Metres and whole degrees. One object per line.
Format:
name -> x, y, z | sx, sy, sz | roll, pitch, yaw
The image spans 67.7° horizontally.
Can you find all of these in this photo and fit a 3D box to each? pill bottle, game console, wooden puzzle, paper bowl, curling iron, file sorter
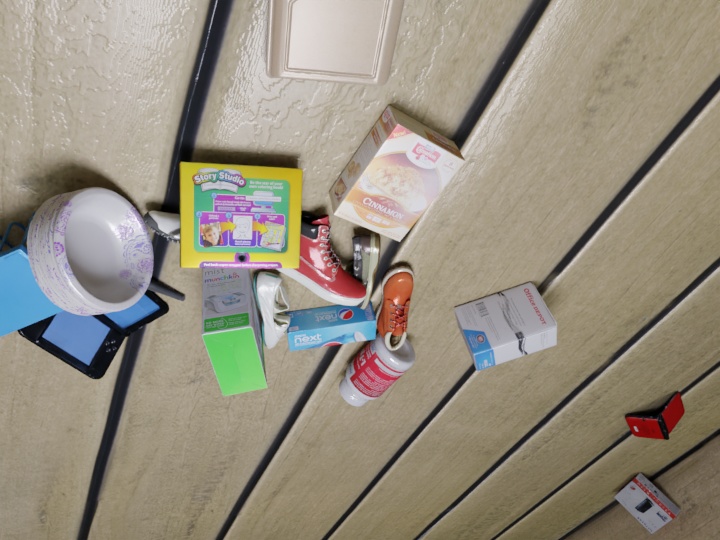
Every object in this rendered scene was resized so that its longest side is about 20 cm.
pill bottle -> 0.035, 0.245, 1.324 | 0.112, 0.112, 0.200 | 21, 124, -31
game console -> 1.064, 0.522, 1.938 | 0.172, 0.119, 0.200 | -5, 144, 35
wooden puzzle -> -0.036, -0.366, 0.776 | 0.199, 0.037, 0.185 | -4, 134, -18
paper bowl -> -0.443, -0.028, 0.871 | 0.104, 0.201, 0.201 | -8, 138, 18
curling iron -> -0.415, 0.013, 1.034 | 0.050, 0.026, 0.200 | -43, 133, 4
file sorter -> -0.599, 0.009, 0.916 | 0.199, 0.123, 0.139 | -22, 134, 6
game console -> -0.504, 0.093, 1.034 | 0.116, 0.176, 0.200 | -4, 141, 29

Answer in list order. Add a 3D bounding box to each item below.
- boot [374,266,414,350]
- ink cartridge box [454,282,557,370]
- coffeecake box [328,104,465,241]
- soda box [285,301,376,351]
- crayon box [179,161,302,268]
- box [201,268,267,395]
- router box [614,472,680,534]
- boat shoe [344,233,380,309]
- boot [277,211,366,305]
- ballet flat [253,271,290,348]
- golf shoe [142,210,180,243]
boot -> 0.084, 0.086, 1.190 | 0.075, 0.107, 0.200 | 0, 131, -13
ink cartridge box -> 0.343, 0.132, 1.276 | 0.199, 0.145, 0.084 | -19, 136, 4
coffeecake box -> 0.061, -0.167, 0.963 | 0.153, 0.073, 0.200 | 20, 125, -29
soda box -> -0.067, 0.126, 1.216 | 0.199, 0.064, 0.068 | -7, 134, -8
crayon box -> -0.203, -0.092, 0.915 | 0.199, 0.058, 0.173 | 1, 98, -17
box -> -0.254, 0.117, 1.077 | 0.096, 0.177, 0.200 | -8, 134, -7
router box -> 1.241, 1.011, 2.330 | 0.049, 0.200, 0.180 | -21, 142, -36
boat shoe -> 0.000, 0.000, 1.116 | 0.065, 0.073, 0.200 | 8, 131, -2
boot -> -0.057, -0.026, 1.034 | 0.200, 0.072, 0.144 | 29, 121, -5
ballet flat -> -0.180, 0.090, 1.134 | 0.069, 0.070, 0.201 | -7, 126, -8
golf shoe -> -0.280, -0.085, 0.962 | 0.200, 0.078, 0.095 | 18, 104, -27
